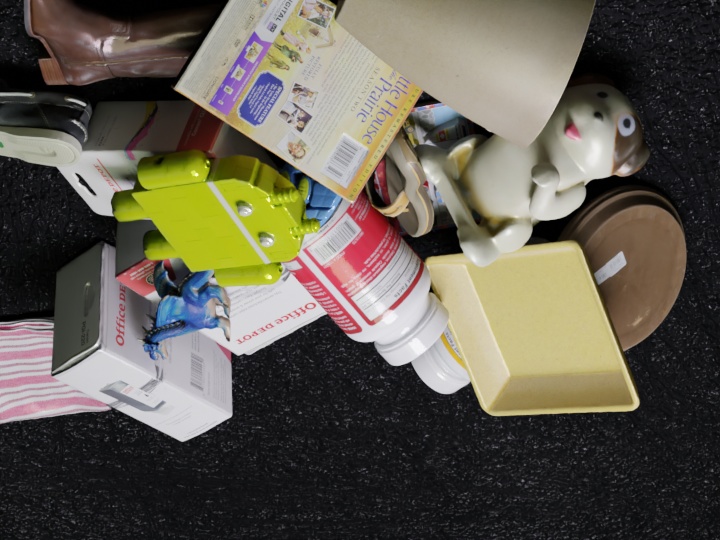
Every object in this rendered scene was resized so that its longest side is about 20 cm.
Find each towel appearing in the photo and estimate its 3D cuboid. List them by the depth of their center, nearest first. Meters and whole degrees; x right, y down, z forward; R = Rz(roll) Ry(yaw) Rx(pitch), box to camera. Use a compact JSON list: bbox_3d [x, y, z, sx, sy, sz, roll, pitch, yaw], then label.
[{"bbox_3d":[-0.384,0.121,2.077,0.145,0.030,0.200,-7,143,3],"label":"towel"}]

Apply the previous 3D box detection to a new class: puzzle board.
[{"bbox_3d":[0.052,-0.100,1.850,0.150,0.017,0.200,-9,143,6],"label":"puzzle board"}]

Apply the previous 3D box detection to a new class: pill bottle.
[{"bbox_3d":[0.000,0.000,1.839,0.112,0.112,0.200,-30,112,29],"label":"pill bottle"},{"bbox_3d":[0.149,0.057,1.989,0.112,0.113,0.200,24,133,-34],"label":"pill bottle"}]

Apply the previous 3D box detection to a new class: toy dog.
[{"bbox_3d":[0.189,-0.105,1.756,0.200,0.140,0.194,-33,157,25],"label":"toy dog"}]

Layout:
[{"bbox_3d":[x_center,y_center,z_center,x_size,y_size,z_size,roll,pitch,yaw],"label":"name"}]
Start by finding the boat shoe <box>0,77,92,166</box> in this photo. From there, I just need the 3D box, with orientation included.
[{"bbox_3d":[-0.357,-0.152,1.697,0.199,0.068,0.072,11,158,3],"label":"boat shoe"}]

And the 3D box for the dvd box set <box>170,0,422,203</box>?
[{"bbox_3d":[-0.051,-0.175,1.615,0.199,0.029,0.147,31,91,-17],"label":"dvd box set"}]

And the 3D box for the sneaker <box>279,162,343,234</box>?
[{"bbox_3d":[-0.015,-0.123,1.702,0.083,0.071,0.200,11,105,-64],"label":"sneaker"}]

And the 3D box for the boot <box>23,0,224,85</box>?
[{"bbox_3d":[-0.199,-0.232,1.604,0.199,0.065,0.187,-2,156,1],"label":"boot"}]

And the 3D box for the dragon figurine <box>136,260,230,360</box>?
[{"bbox_3d":[-0.183,0.026,1.814,0.099,0.059,0.200,-1,144,-3],"label":"dragon figurine"}]

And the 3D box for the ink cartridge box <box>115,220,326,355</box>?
[{"bbox_3d":[-0.142,-0.008,1.891,0.146,0.083,0.200,-28,137,28],"label":"ink cartridge box"}]

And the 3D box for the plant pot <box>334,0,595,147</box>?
[{"bbox_3d":[0.084,-0.231,1.570,0.199,0.188,0.188,19,139,-7],"label":"plant pot"}]

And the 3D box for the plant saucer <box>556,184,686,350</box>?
[{"bbox_3d":[0.280,0.006,1.910,0.199,0.029,0.201,-15,118,-29],"label":"plant saucer"}]

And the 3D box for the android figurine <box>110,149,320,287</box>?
[{"bbox_3d":[-0.134,-0.050,1.677,0.199,0.041,0.182,-4,140,27],"label":"android figurine"}]

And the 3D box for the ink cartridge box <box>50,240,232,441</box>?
[{"bbox_3d":[-0.239,0.080,1.943,0.085,0.146,0.200,-28,137,29],"label":"ink cartridge box"}]

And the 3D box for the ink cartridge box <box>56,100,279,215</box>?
[{"bbox_3d":[-0.196,-0.107,1.735,0.199,0.068,0.117,2,147,28],"label":"ink cartridge box"}]

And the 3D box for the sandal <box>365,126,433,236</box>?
[{"bbox_3d":[0.032,-0.087,1.756,0.054,0.081,0.200,-28,163,-4],"label":"sandal"}]

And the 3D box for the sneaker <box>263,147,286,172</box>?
[{"bbox_3d":[-0.064,-0.153,1.719,0.087,0.076,0.200,-41,160,-7],"label":"sneaker"}]

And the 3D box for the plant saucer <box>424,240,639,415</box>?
[{"bbox_3d":[0.187,0.054,1.855,0.199,0.048,0.201,-6,115,40],"label":"plant saucer"}]
